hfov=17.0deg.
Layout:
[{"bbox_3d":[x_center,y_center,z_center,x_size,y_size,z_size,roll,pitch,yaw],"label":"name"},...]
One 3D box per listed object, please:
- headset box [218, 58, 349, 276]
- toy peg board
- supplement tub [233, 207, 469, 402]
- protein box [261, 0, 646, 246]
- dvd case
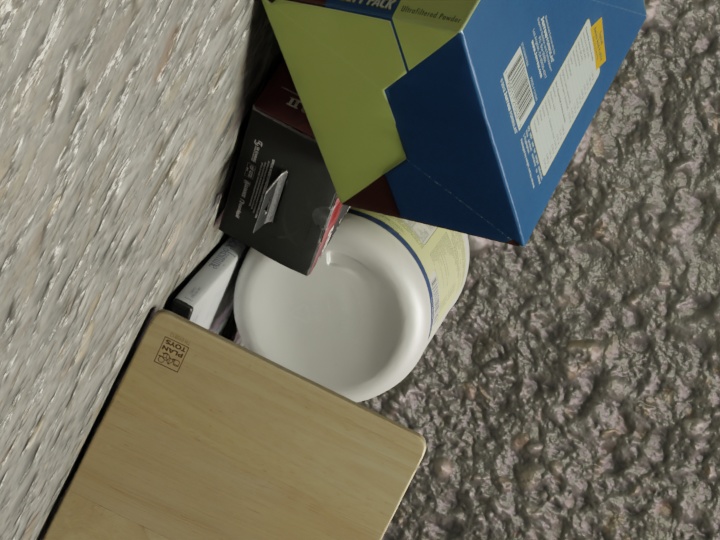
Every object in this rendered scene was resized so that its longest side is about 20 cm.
[{"bbox_3d":[-0.020,-0.106,1.627,0.200,0.077,0.149,-59,174,-33],"label":"headset box"},{"bbox_3d":[-0.088,0.153,1.619,0.200,0.200,0.098,-64,-177,5],"label":"toy peg board"},{"bbox_3d":[0.000,0.000,1.782,0.145,0.145,0.200,-65,175,23],"label":"supplement tub"},{"bbox_3d":[0.064,-0.162,1.463,0.200,0.135,0.199,-61,150,-28],"label":"protein box"},{"bbox_3d":[-0.120,0.046,1.724,0.143,0.018,0.200,-66,175,25],"label":"dvd case"}]
